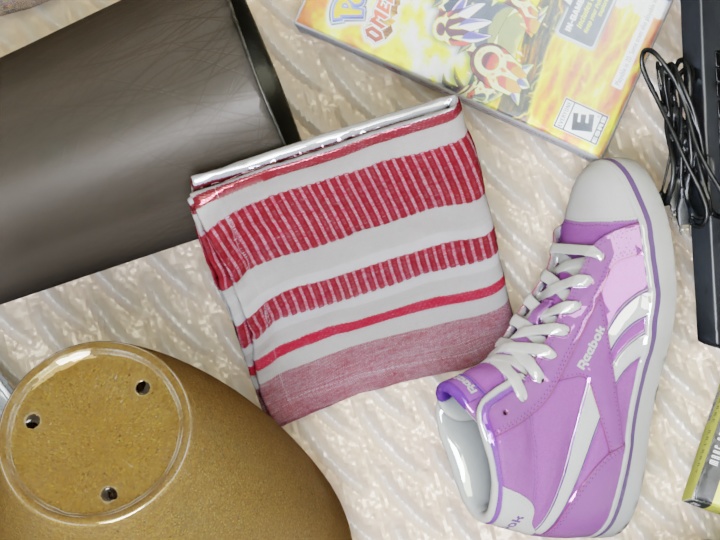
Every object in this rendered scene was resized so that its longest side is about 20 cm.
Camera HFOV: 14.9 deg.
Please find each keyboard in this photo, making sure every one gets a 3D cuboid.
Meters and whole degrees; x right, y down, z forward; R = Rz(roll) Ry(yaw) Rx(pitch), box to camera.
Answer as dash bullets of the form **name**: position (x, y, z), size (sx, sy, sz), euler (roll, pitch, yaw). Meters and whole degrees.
- **keyboard**: position (0.202, -0.054, 1.440), size (0.104, 0.040, 0.201), euler (-4, 91, -22)

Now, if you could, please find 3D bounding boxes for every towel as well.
- **towel**: position (0.000, 0.000, 1.393), size (0.144, 0.200, 0.023), euler (-18, 52, -1)

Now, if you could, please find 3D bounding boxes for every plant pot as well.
- **plant pot**: position (-0.109, 0.118, 1.345), size (0.186, 0.200, 0.187), euler (-4, 64, 8)

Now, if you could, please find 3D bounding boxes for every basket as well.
- **basket**: position (-0.139, -0.063, 1.410), size (0.200, 0.180, 0.136), euler (-21, 102, 3)

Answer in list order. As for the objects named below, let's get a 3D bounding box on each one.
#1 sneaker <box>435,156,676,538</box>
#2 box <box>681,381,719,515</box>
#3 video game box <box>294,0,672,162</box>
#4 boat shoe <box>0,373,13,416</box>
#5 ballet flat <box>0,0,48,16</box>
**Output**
- **sneaker**: position (0.097, 0.037, 1.415), size (0.114, 0.073, 0.201), euler (7, 86, -31)
- **box**: position (0.275, 0.120, 1.442), size (0.200, 0.050, 0.075), euler (18, 84, 3)
- **video game box**: position (0.086, -0.184, 1.469), size (0.182, 0.047, 0.200), euler (24, 91, 5)
- **boat shoe**: position (-0.239, 0.030, 1.452), size (0.068, 0.072, 0.200), euler (-32, 72, -31)
- **ballet flat**: position (-0.220, -0.164, 1.467), size (0.200, 0.067, 0.068), euler (-21, 85, -2)
